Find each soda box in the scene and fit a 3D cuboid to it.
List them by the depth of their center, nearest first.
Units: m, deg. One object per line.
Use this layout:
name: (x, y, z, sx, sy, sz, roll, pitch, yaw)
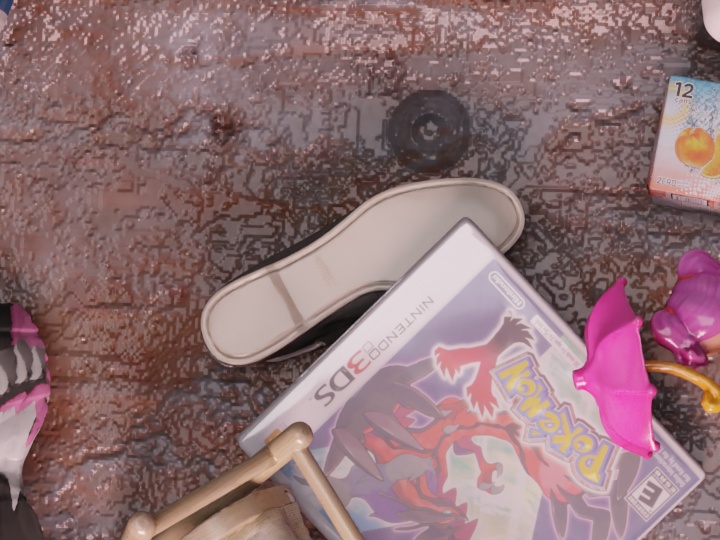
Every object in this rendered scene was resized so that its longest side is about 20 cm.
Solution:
soda box: (0.261, -0.055, 1.133, 0.198, 0.064, 0.069, 12, 86, 10)

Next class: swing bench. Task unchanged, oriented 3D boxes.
swing bench: (-0.063, 0.224, 1.116, 0.129, 0.200, 0.200, -26, 79, -35)

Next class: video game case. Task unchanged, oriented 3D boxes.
video game case: (0.062, 0.105, 1.150, 0.182, 0.023, 0.200, -44, 93, 3)

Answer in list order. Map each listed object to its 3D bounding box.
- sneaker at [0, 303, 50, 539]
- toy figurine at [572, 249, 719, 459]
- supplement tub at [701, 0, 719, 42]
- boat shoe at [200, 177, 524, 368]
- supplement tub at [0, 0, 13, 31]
sneaker: (-0.233, 0.117, 1.199, 0.080, 0.086, 0.202, 11, 62, -24)
toy figurine: (0.211, 0.052, 1.092, 0.183, 0.150, 0.201, 28, 66, 10)
supplement tub: (0.243, -0.231, 1.120, 0.131, 0.132, 0.202, -6, 82, 10)
boat shoe: (0.000, 0.000, 1.185, 0.199, 0.057, 0.067, -24, 84, 2)
supplement tub: (-0.246, -0.249, 1.203, 0.144, 0.145, 0.202, 21, 88, 12)
